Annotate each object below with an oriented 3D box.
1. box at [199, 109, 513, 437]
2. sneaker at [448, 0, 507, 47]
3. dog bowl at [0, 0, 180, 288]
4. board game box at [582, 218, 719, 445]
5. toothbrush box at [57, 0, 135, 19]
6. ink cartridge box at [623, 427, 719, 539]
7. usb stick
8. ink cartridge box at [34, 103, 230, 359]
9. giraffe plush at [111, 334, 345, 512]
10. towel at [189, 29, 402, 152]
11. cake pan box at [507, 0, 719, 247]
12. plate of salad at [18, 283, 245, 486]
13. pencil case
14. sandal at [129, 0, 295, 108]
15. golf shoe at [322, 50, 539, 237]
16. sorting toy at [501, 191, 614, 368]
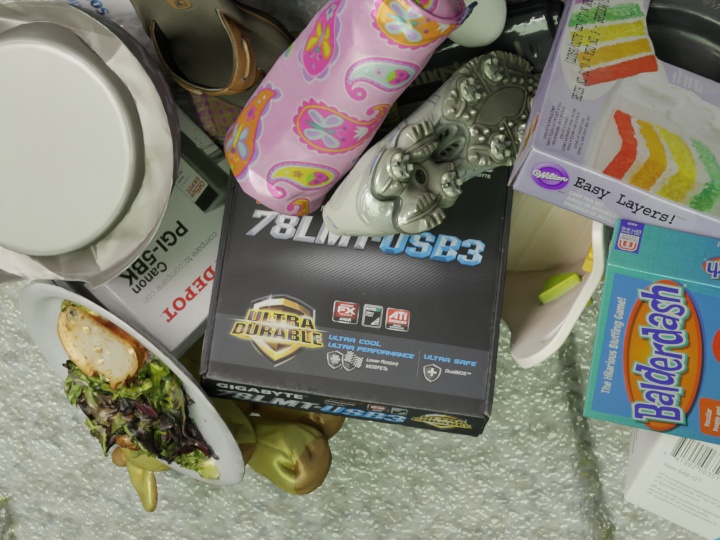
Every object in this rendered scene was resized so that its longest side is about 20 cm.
[{"bbox_3d":[0.000,0.000,1.537,0.198,0.200,0.050,9,160,-1],"label":"box"},{"bbox_3d":[0.038,-0.220,1.479,0.071,0.073,0.201,-13,129,25],"label":"sneaker"},{"bbox_3d":[-0.208,-0.084,1.474,0.198,0.059,0.202,4,104,14],"label":"dog bowl"},{"bbox_3d":[0.250,0.052,1.448,0.198,0.045,0.153,11,138,9],"label":"board game box"},{"bbox_3d":[-0.115,-0.263,1.475,0.198,0.148,0.085,-14,147,18],"label":"toothbrush box"},{"bbox_3d":[0.297,0.080,1.586,0.146,0.145,0.201,26,121,-2],"label":"ink cartridge box"},{"bbox_3d":[0.051,-0.147,1.579,0.198,0.033,0.056,-12,117,17],"label":"usb stick"},{"bbox_3d":[-0.166,-0.043,1.589,0.200,0.147,0.083,44,151,0],"label":"ink cartridge box"},{"bbox_3d":[-0.126,0.103,1.700,0.199,0.174,0.162,27,143,-15],"label":"giraffe plush"},{"bbox_3d":[-0.035,-0.091,1.606,0.142,0.023,0.201,-7,132,13],"label":"towel"},{"bbox_3d":[0.208,-0.104,1.479,0.183,0.201,0.052,23,142,-3],"label":"cake pan box"},{"bbox_3d":[-0.163,0.087,1.540,0.199,0.048,0.201,32,155,17],"label":"plate of salad"},{"bbox_3d":[-0.009,-0.126,1.459,0.087,0.088,0.200,34,122,-8],"label":"pencil case"},{"bbox_3d":[-0.098,-0.149,1.475,0.081,0.055,0.200,-11,153,15],"label":"sandal"},{"bbox_3d":[0.047,-0.084,1.508,0.097,0.200,0.079,-19,102,46],"label":"golf shoe"},{"bbox_3d":[0.148,-0.021,1.543,0.106,0.180,0.201,26,121,-3],"label":"sorting toy"}]
